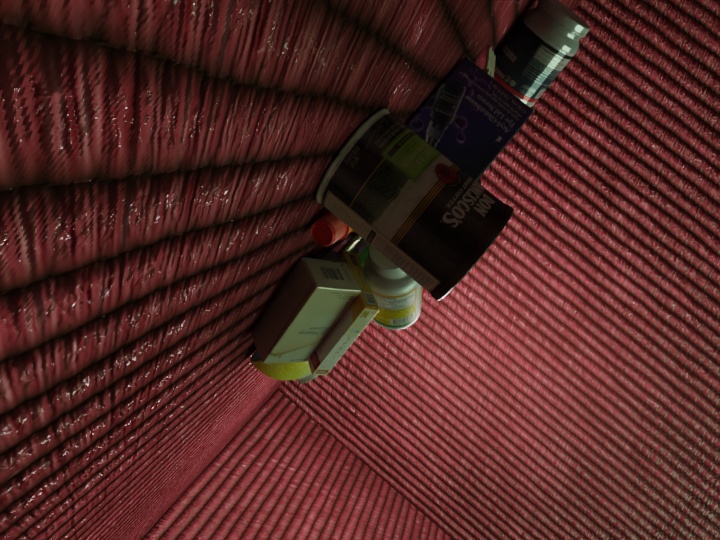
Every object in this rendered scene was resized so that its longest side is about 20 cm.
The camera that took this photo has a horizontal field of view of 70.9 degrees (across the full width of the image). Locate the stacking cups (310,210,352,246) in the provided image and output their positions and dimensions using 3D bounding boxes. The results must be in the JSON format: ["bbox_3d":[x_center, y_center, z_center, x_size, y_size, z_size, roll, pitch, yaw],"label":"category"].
[{"bbox_3d":[-0.011,-0.086,0.785,0.061,0.060,0.200,-53,175,38],"label":"stacking cups"}]

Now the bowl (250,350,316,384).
[{"bbox_3d":[-0.134,0.186,1.127,0.200,0.108,0.200,-31,-172,5],"label":"bowl"}]

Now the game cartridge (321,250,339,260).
[{"bbox_3d":[-0.115,0.047,1.045,0.200,0.040,0.133,-49,180,-34],"label":"game cartridge"}]

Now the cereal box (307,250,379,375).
[{"bbox_3d":[-0.050,0.082,0.953,0.039,0.144,0.200,12,128,-35],"label":"cereal box"}]

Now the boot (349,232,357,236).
[{"bbox_3d":[0.057,-0.146,0.949,0.200,0.074,0.155,-55,172,28],"label":"boot"}]

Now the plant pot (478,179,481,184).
[{"bbox_3d":[0.138,-0.168,1.127,0.200,0.187,0.187,-24,159,-43],"label":"plant pot"}]

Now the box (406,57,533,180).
[{"bbox_3d":[0.161,-0.221,0.849,0.200,0.148,0.104,-51,177,-10],"label":"box"}]

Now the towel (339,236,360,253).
[{"bbox_3d":[-0.050,-0.021,1.285,0.200,0.023,0.144,-51,177,-10],"label":"towel"}]

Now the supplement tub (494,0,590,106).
[{"bbox_3d":[0.385,-0.478,1.116,0.200,0.140,0.140,-54,176,39],"label":"supplement tub"}]

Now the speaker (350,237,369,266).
[{"bbox_3d":[0.000,0.000,1.064,0.200,0.088,0.088,-51,177,3],"label":"speaker"}]

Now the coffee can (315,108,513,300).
[{"bbox_3d":[0.065,-0.081,0.634,0.147,0.200,0.146,-51,177,-4],"label":"coffee can"}]

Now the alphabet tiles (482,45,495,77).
[{"bbox_3d":[0.258,-0.341,1.023,0.200,0.015,0.197,-29,124,-67],"label":"alphabet tiles"}]

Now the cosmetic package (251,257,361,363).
[{"bbox_3d":[-0.099,0.074,0.893,0.103,0.073,0.200,6,131,-41],"label":"cosmetic package"}]

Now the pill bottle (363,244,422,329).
[{"bbox_3d":[0.063,0.021,0.971,0.113,0.113,0.200,-49,154,-24],"label":"pill bottle"}]
